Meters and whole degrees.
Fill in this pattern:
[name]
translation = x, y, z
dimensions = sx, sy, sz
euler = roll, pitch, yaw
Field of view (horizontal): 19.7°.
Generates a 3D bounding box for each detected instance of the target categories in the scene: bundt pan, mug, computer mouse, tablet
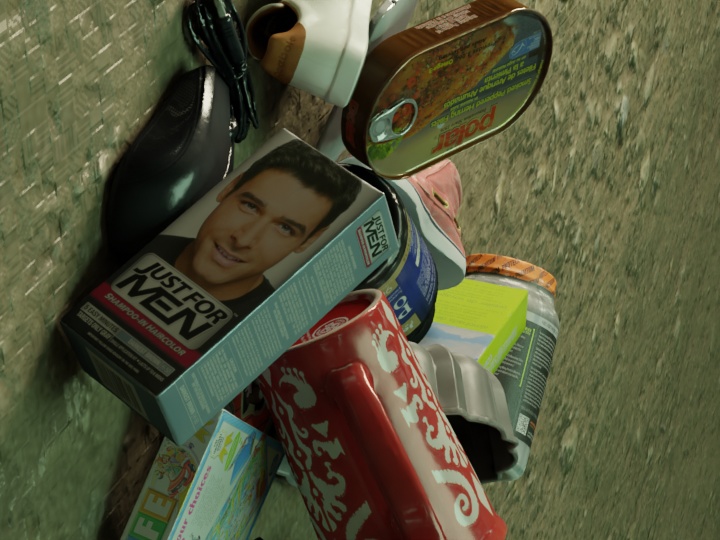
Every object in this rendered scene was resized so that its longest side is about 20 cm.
[bundt pan]
translation = 0.025, 0.116, 1.654
dimensions = 0.202, 0.202, 0.076
euler = 62, 23, -59
[mug]
translation = 0.019, 0.123, 1.476
dimensions = 0.133, 0.177, 0.200
euler = -31, 103, -33
[computer mouse]
translation = -0.108, -0.083, 1.391
dimensions = 0.139, 0.053, 0.200
euler = 77, 29, -48
[tablet]
translation = 0.004, -0.149, 1.607
dimensions = 0.130, 0.014, 0.200
euler = -56, 173, -50

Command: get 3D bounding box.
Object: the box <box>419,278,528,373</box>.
[box]
translation = 0.060, 0.066, 1.815
dimensions = 0.200, 0.122, 0.048
euler = -47, 143, -57

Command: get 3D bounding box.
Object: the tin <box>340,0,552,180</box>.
[tin]
translation = 0.065, -0.139, 1.565
dimensions = 0.200, 0.042, 0.112
euler = -26, 132, -36

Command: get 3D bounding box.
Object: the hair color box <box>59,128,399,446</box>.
[hair color box]
translation = -0.082, 0.008, 1.325
dimensions = 0.200, 0.099, 0.061
euler = -42, 145, -20

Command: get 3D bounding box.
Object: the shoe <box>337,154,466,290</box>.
[shoe]
translation = 0.032, -0.066, 1.743
dimensions = 0.200, 0.071, 0.091
euler = 45, 38, -51

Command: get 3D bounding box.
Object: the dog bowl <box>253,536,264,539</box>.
[dog bowl]
translation = -0.082, 0.302, 1.523
dimensions = 0.200, 0.074, 0.200
euler = 22, 90, -82

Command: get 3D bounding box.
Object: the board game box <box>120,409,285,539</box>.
[board game box]
translation = -0.125, 0.196, 1.447
dimensions = 0.200, 0.034, 0.134
euler = -67, 158, -8

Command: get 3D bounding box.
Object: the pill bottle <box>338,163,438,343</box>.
[pill bottle]
translation = 0.000, 0.000, 1.629
dimensions = 0.200, 0.112, 0.112
euler = 56, 47, -67

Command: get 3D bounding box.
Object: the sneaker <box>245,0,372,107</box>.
[sneaker]
translation = -0.039, -0.185, 1.521
dimensions = 0.200, 0.085, 0.073
euler = -90, -161, -68

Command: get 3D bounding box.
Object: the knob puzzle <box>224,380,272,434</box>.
[knob puzzle]
translation = -0.084, 0.076, 1.559
dimensions = 0.220, 0.030, 0.220
euler = 9, 90, -70

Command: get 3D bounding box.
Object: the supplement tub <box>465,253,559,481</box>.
[supplement tub]
translation = 0.120, 0.093, 1.991
dimensions = 0.123, 0.122, 0.200
euler = 51, 52, -64
